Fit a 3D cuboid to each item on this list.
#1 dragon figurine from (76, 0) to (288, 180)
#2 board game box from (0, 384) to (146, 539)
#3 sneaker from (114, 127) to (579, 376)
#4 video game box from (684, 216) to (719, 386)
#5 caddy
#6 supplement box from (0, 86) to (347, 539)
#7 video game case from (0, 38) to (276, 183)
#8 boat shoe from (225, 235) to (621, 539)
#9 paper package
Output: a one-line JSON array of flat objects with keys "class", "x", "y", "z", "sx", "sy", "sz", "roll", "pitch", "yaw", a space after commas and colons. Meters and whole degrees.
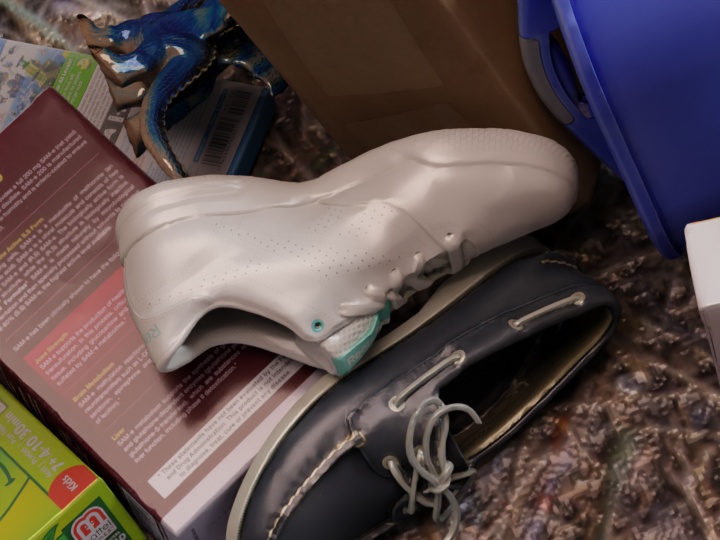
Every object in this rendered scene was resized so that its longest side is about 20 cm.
[{"class": "dragon figurine", "x": -0.070, "y": -0.101, "z": 1.246, "sx": 0.099, "sy": 0.059, "sz": 0.200, "roll": -24, "pitch": 21, "yaw": -3}, {"class": "board game box", "x": -0.200, "y": 0.147, "z": 1.177, "sx": 0.200, "sy": 0.048, "sz": 0.101, "roll": -42, "pitch": 43, "yaw": -12}, {"class": "sneaker", "x": 0.000, "y": 0.000, "z": 1.154, "sx": 0.199, "sy": 0.075, "sz": 0.089, "roll": -11, "pitch": 62, "yaw": -2}, {"class": "video game box", "x": 0.237, "y": 0.023, "z": 1.066, "sx": 0.199, "sy": 0.183, "sz": 0.047, "roll": -12, "pitch": 54, "yaw": 7}, {"class": "caddy", "x": 0.120, "y": -0.098, "z": 1.145, "sx": 0.104, "sy": 0.200, "sz": 0.142, "roll": -19, "pitch": 44, "yaw": 11}, {"class": "supplement box", "x": -0.106, "y": 0.025, "z": 1.211, "sx": 0.109, "sy": 0.061, "sz": 0.200, "roll": -43, "pitch": 70, "yaw": -12}, {"class": "video game case", "x": -0.155, "y": -0.042, "z": 1.312, "sx": 0.199, "sy": 0.018, "sz": 0.144, "roll": 12, "pitch": 64, "yaw": 21}, {"class": "boat shoe", "x": 0.029, "y": 0.068, "z": 1.164, "sx": 0.200, "sy": 0.075, "sz": 0.062, "roll": -39, "pitch": 46, "yaw": -20}, {"class": "paper package", "x": 0.035, "y": -0.149, "z": 1.207, "sx": 0.103, "sy": 0.200, "sz": 0.192, "roll": -6, "pitch": 56, "yaw": 30}]
